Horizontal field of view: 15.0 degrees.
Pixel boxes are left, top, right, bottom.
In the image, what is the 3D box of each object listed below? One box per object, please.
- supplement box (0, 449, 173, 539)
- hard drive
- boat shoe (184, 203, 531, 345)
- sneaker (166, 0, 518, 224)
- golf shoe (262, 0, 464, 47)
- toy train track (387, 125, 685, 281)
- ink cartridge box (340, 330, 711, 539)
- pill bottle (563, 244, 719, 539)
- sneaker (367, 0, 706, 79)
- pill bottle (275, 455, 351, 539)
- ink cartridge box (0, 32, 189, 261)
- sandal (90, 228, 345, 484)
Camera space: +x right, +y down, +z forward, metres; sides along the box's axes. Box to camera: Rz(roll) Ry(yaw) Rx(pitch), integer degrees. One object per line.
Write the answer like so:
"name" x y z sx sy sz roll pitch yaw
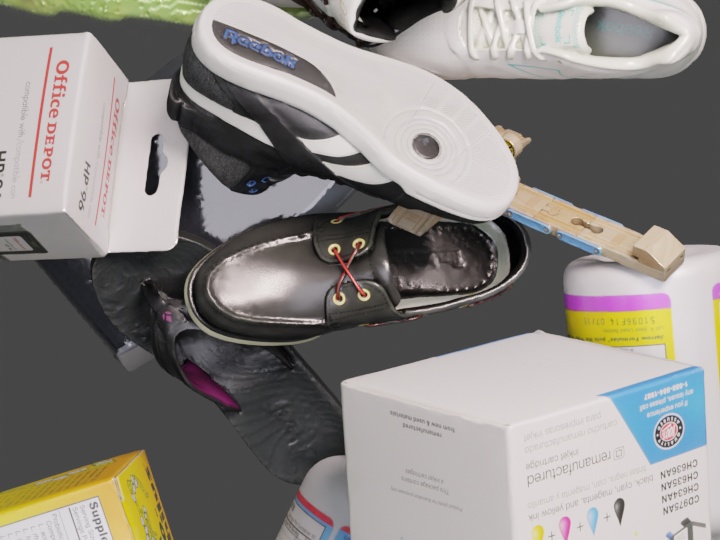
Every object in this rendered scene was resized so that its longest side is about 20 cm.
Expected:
"supplement box" -0.211 0.191 1.611 0.200 0.110 0.109 -17 94 6
"hard drive" -0.101 -0.046 1.616 0.200 0.042 0.135 -39 92 6
"boat shoe" -0.001 -0.003 1.566 0.201 0.063 0.074 -7 81 -19
"sneaker" -0.014 -0.070 1.541 0.200 0.112 0.073 31 53 0
"golf shoe" -0.015 -0.170 1.543 0.200 0.095 0.078 -9 134 34
"toy train track" 0.093 -0.048 1.553 0.200 0.115 0.033 25 134 26
"ink cartridge box" 0.093 0.152 1.494 0.147 0.145 0.200 -14 106 -37
"pill bottle" 0.176 0.089 1.580 0.104 0.104 0.200 -5 95 4
"sneaker" 0.100 -0.143 1.578 0.200 0.080 0.071 1 97 5
"pill bottle" -0.001 0.179 1.597 0.109 0.109 0.200 26 96 1
"ink cartridge box" -0.202 -0.069 1.565 0.200 0.068 0.116 -2 67 17
"sandal" -0.074 0.050 1.589 0.075 0.048 0.200 -42 112 9
